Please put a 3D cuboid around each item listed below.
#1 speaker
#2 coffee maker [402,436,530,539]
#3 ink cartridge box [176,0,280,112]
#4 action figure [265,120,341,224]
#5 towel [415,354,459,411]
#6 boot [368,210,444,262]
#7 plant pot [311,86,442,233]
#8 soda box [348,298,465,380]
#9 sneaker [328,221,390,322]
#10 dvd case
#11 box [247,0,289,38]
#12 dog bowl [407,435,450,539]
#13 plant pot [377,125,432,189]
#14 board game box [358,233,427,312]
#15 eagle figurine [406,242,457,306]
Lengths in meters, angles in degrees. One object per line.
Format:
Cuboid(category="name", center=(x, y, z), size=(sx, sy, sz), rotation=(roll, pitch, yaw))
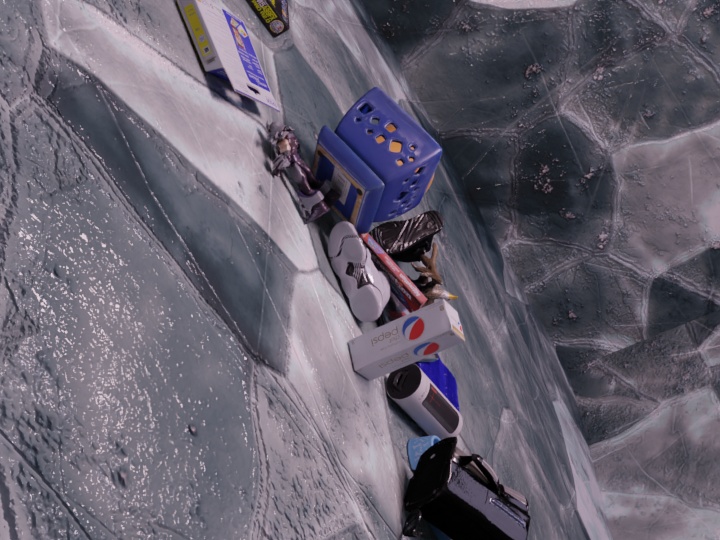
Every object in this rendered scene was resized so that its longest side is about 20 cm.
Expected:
Cuboid(category="speaker", center=(0.128, 0.265, 1.612), size=(0.200, 0.081, 0.082), rotation=(50, 23, -42))
Cuboid(category="coffee maker", center=(0.181, 0.425, 1.412), size=(0.200, 0.134, 0.193), rotation=(39, 66, -12))
Cuboid(category="ink cartridge box", center=(-0.236, -0.386, 1.474), size=(0.202, 0.047, 0.197), rotation=(69, 16, 7))
Cuboid(category="action figure", center=(-0.121, -0.194, 1.522), size=(0.201, 0.069, 0.130), rotation=(58, 26, -12))
Cuboid(category="towel", center=(0.163, 0.233, 1.804), size=(0.200, 0.049, 0.148), rotation=(53, 21, -35))
Cuboid(category="boot", center=(0.095, -0.060, 1.916), size=(0.077, 0.198, 0.168), rotation=(63, -18, 17))
Cuboid(category="plant pot", center=(0.015, -0.205, 1.604), size=(0.200, 0.179, 0.201), rotation=(47, -28, 15))
Cuboid(category="soda box", center=(0.082, 0.126, 1.457), size=(0.068, 0.198, 0.064), rotation=(40, 30, -53))
Cuboid(category="sneaker", center=(0.000, 0.000, 1.604), size=(0.115, 0.074, 0.202), rotation=(-15, 85, -74))
Cuboid(category="dvd case", center=(0.087, 0.099, 1.729), size=(0.145, 0.022, 0.202), rotation=(11, 53, -49))
Cuboid(category="box", center=(-0.225, -0.651, 1.851), size=(0.160, 0.044, 0.201), rotation=(50, 23, -42))
Cuboid(category="dog bowl", center=(0.149, 0.406, 1.534), size=(0.111, 0.049, 0.202), rotation=(29, 39, -62))
Cuboid(category="plant pot", center=(0.048, -0.246, 1.905), size=(0.183, 0.199, 0.202), rotation=(-17, 82, -57))
Cuboid(category="board game box", center=(0.057, 0.003, 1.670), size=(0.200, 0.019, 0.103), rotation=(48, -16, 9))
Cuboid(category="eagle figurine", center=(0.154, 0.065, 1.916), size=(0.150, 0.201, 0.152), rotation=(34, 50, 19))
